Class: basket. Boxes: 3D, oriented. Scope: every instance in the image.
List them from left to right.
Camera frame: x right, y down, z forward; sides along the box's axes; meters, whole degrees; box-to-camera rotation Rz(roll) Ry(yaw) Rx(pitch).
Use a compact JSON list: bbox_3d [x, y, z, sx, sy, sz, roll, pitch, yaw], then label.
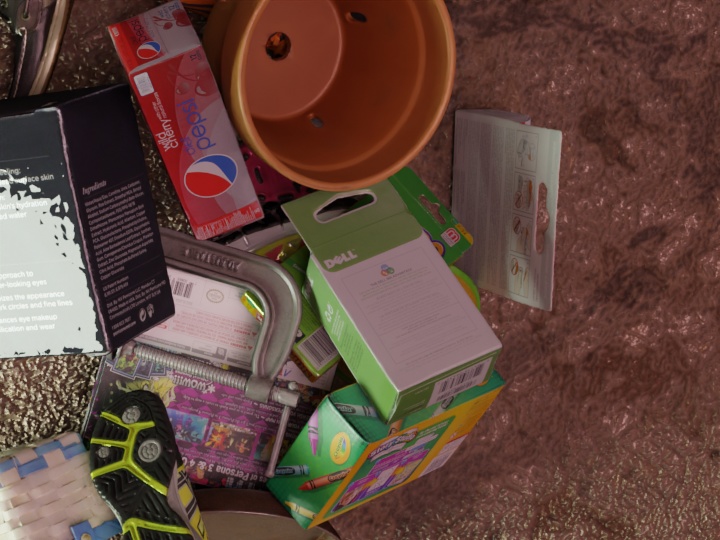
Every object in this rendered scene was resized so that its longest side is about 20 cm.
[{"bbox_3d":[-0.258,0.243,1.655,0.139,0.176,0.200,-18,90,-35],"label":"basket"}]

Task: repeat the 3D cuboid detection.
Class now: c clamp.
[{"bbox_3d":[-0.134,0.058,1.640,0.200,0.027,0.171,23,95,5],"label":"c clamp"}]

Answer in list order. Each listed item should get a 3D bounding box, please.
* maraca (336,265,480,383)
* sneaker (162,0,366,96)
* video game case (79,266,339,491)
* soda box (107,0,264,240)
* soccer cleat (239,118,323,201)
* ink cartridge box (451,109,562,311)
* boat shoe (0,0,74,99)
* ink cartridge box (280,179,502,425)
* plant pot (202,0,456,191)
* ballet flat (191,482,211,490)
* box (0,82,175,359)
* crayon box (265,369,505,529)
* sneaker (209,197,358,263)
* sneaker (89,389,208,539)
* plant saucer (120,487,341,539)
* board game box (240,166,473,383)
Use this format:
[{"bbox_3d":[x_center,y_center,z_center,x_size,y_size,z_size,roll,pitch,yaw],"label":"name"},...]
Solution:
[{"bbox_3d":[0.016,0.048,1.776,0.200,0.107,0.137,-1,117,-22],"label":"maraca"},{"bbox_3d":[-0.080,-0.206,1.711,0.200,0.078,0.112,0,98,-22],"label":"sneaker"},{"bbox_3d":[-0.126,0.095,1.701,0.200,0.036,0.181,15,97,-11],"label":"video game case"},{"bbox_3d":[-0.139,-0.118,1.584,0.063,0.070,0.200,-23,137,-5],"label":"soda box"},{"bbox_3d":[-0.028,-0.122,1.759,0.200,0.086,0.070,-22,115,7],"label":"soccer cleat"},{"bbox_3d":[0.143,-0.058,1.761,0.047,0.200,0.160,-2,100,-24],"label":"ink cartridge box"},{"bbox_3d":[-0.273,-0.227,1.639,0.065,0.073,0.200,14,90,-13],"label":"boat shoe"},{"bbox_3d":[0.020,0.020,1.640,0.104,0.059,0.200,-22,64,-23],"label":"ink cartridge box"},{"bbox_3d":[-0.042,-0.176,1.624,0.200,0.140,0.200,-9,108,-29],"label":"plant pot"},{"bbox_3d":[-0.142,0.184,1.760,0.200,0.065,0.071,-18,111,-17],"label":"ballet flat"},{"bbox_3d":[-0.275,-0.036,1.583,0.117,0.197,0.200,-33,116,-61],"label":"box"},{"bbox_3d":[0.024,0.140,1.695,0.200,0.058,0.119,-18,149,-49],"label":"crayon box"},{"bbox_3d":[-0.082,-0.005,1.751,0.200,0.078,0.090,-24,108,-5],"label":"sneaker"},{"bbox_3d":[-0.170,0.193,1.613,0.075,0.076,0.200,-18,62,5],"label":"sneaker"},{"bbox_3d":[-0.112,0.234,1.733,0.200,0.200,0.034,15,59,-24],"label":"plant saucer"},{"bbox_3d":[0.000,0.000,1.697,0.200,0.030,0.096,-40,86,-23],"label":"board game box"}]
